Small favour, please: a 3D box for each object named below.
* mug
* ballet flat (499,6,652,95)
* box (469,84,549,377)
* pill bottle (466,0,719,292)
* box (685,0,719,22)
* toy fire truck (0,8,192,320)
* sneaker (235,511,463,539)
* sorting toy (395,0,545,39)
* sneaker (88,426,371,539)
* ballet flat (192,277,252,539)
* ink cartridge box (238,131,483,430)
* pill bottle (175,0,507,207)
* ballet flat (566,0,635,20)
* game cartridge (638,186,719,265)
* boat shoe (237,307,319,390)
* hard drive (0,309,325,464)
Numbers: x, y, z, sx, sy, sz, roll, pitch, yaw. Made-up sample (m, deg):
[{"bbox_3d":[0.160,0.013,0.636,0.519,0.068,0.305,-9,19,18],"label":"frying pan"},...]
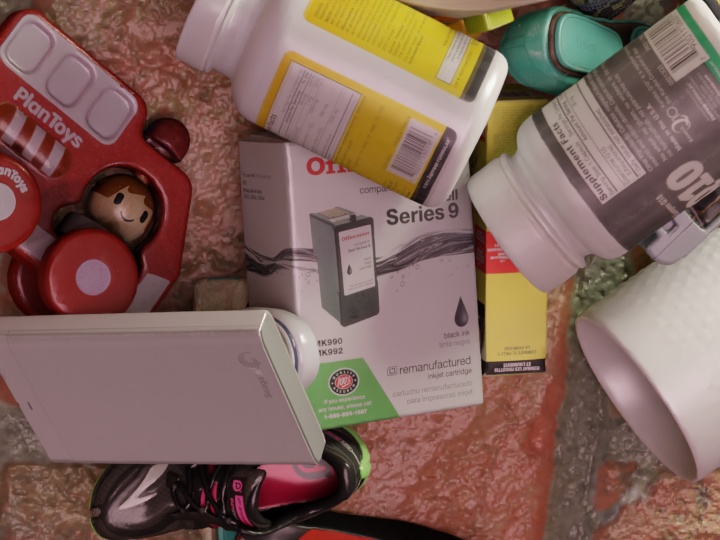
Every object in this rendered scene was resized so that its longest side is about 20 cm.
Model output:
[{"bbox_3d":[0.276,0.060,1.522,0.175,0.148,0.200,-34,138,-8],"label":"mug"},{"bbox_3d":[0.168,-0.147,1.467,0.200,0.070,0.068,11,83,-47],"label":"ballet flat"},{"bbox_3d":[0.104,-0.030,1.490,0.050,0.075,0.201,-2,105,-10],"label":"box"},{"bbox_3d":[0.177,-0.080,1.385,0.200,0.113,0.113,-36,108,13],"label":"pill bottle"},{"bbox_3d":[0.283,-0.249,1.426,0.161,0.049,0.200,-49,145,2],"label":"box"},{"bbox_3d":[-0.199,-0.059,1.415,0.200,0.112,0.168,38,76,-18],"label":"toy fire truck"},{"bbox_3d":[-0.002,0.243,1.544,0.200,0.067,0.108,13,102,-10],"label":"sneaker"},{"bbox_3d":[0.117,-0.225,1.365,0.107,0.180,0.200,43,74,-28],"label":"sorting toy"},{"bbox_3d":[-0.092,0.145,1.425,0.199,0.084,0.077,-13,99,1],"label":"sneaker"},{"bbox_3d":[-0.107,0.100,1.498,0.062,0.067,0.201,12,99,15],"label":"ballet flat"},{"bbox_3d":[0.000,0.000,1.443,0.145,0.084,0.201,-8,98,-25],"label":"ink cartridge box"},{"bbox_3d":[-0.013,-0.131,1.342,0.199,0.112,0.112,26,98,-1],"label":"pill bottle"},{"bbox_3d":[0.225,-0.250,1.469,0.200,0.074,0.074,-38,108,2],"label":"ballet flat"},{"bbox_3d":[0.265,-0.092,1.472,0.200,0.133,0.042,-44,100,6],"label":"game cartridge"},{"bbox_3d":[-0.112,0.068,1.414,0.062,0.199,0.072,-8,88,-46],"label":"boat shoe"},{"bbox_3d":[-0.136,0.080,1.372,0.199,0.026,0.132,-1,135,21],"label":"hard drive"}]
